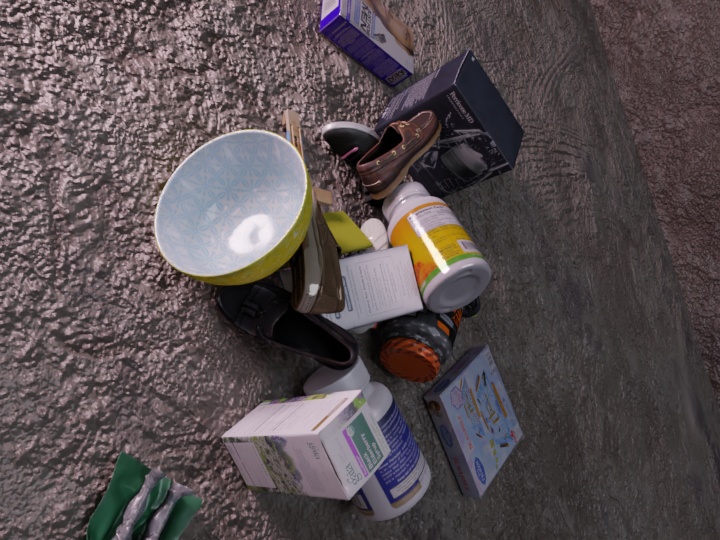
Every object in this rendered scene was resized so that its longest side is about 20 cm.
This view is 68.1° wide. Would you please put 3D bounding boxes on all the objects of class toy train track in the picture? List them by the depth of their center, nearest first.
[{"bbox_3d":[-0.103,-0.154,0.818,0.114,0.032,0.203,11,62,-40],"label":"toy train track"}]

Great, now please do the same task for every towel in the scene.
[{"bbox_3d":[-0.074,-0.046,0.789,0.199,0.018,0.086,-15,57,-45],"label":"towel"}]

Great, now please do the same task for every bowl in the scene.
[{"bbox_3d":[-0.140,-0.060,0.662,0.108,0.197,0.203,57,36,-59],"label":"bowl"}]

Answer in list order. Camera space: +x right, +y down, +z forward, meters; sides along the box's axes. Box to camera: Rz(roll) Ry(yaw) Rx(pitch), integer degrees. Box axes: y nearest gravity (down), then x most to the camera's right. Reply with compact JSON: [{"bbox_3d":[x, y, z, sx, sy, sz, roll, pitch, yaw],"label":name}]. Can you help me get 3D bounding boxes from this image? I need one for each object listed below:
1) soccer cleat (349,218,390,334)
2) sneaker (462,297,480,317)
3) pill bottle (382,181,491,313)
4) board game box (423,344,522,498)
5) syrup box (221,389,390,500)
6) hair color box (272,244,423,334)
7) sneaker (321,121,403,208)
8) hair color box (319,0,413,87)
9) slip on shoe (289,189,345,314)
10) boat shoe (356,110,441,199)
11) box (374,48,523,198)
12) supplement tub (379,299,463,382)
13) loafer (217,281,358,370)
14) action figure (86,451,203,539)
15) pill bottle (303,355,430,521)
[{"bbox_3d":[0.000,0.000,0.850,0.077,0.069,0.203,25,63,-33],"label":"soccer cleat"},{"bbox_3d":[0.185,-0.001,1.055,0.083,0.071,0.203,-18,91,-71],"label":"sneaker"},{"bbox_3d":[0.109,-0.044,0.836,0.110,0.111,0.201,13,39,-42],"label":"pill bottle"},{"bbox_3d":[0.217,0.275,0.999,0.199,0.041,0.202,-28,98,-47],"label":"board game box"},{"bbox_3d":[-0.068,0.200,0.614,0.081,0.199,0.080,-34,100,-45],"label":"syrup box"},{"bbox_3d":[-0.017,0.034,0.769,0.197,0.060,0.102,-12,85,-22],"label":"hair color box"},{"bbox_3d":[0.012,-0.174,0.912,0.199,0.070,0.101,24,56,-43],"label":"sneaker"},{"bbox_3d":[0.017,-0.456,1.017,0.199,0.064,0.111,23,61,-41],"label":"hair color box"},{"bbox_3d":[-0.056,-0.028,0.698,0.060,0.077,0.202,11,41,-20],"label":"slip on shoe"},{"bbox_3d":[0.066,-0.208,0.876,0.071,0.070,0.201,53,57,-29],"label":"boat shoe"},{"bbox_3d":[0.169,-0.266,1.014,0.200,0.195,0.125,45,49,-25],"label":"box"},{"bbox_3d":[0.107,0.075,0.892,0.123,0.122,0.202,45,50,-26],"label":"supplement tub"},{"bbox_3d":[-0.090,0.066,0.672,0.198,0.063,0.073,26,84,-3],"label":"loafer"},{"bbox_3d":[-0.240,0.299,0.517,0.118,0.054,0.202,45,53,-30],"label":"action figure"},{"bbox_3d":[0.005,0.226,0.740,0.119,0.119,0.202,-37,104,-45],"label":"pill bottle"}]
